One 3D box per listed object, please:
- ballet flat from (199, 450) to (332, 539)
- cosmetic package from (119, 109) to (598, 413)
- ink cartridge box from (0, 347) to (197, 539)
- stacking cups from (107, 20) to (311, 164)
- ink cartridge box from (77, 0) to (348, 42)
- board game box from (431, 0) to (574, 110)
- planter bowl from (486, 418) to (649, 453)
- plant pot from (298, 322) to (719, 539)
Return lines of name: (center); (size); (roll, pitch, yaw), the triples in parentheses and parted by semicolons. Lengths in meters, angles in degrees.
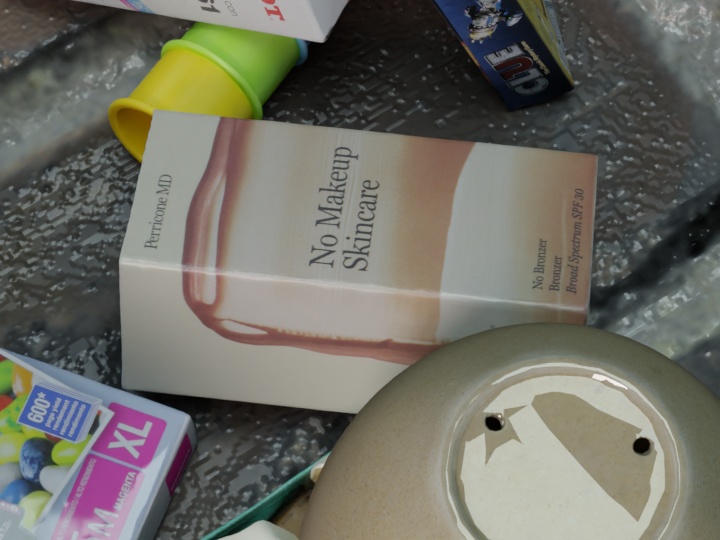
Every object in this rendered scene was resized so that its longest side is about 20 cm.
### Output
ballet flat: (-0.023, 0.119, 1.196); (0.200, 0.070, 0.067); (-35, 70, -15)
cosmetic package: (0.000, 0.000, 1.227); (0.200, 0.087, 0.103); (5, 47, 2)
ink cartridge box: (-0.186, 0.087, 1.228); (0.200, 0.042, 0.119); (18, 66, 10)
stacking cups: (-0.040, -0.131, 1.318); (0.060, 0.061, 0.200); (29, 67, 12)
ink cartridge box: (-0.100, -0.191, 1.258); (0.200, 0.145, 0.085); (11, 58, 30)
board game box: (0.041, -0.172, 1.258); (0.035, 0.200, 0.136); (-18, 65, 13)
planter bowl: (0.086, 0.160, 1.170); (0.200, 0.083, 0.201); (0, 65, -1)
plant pot: (0.073, 0.099, 1.079); (0.200, 0.135, 0.201); (0, 65, 0)
